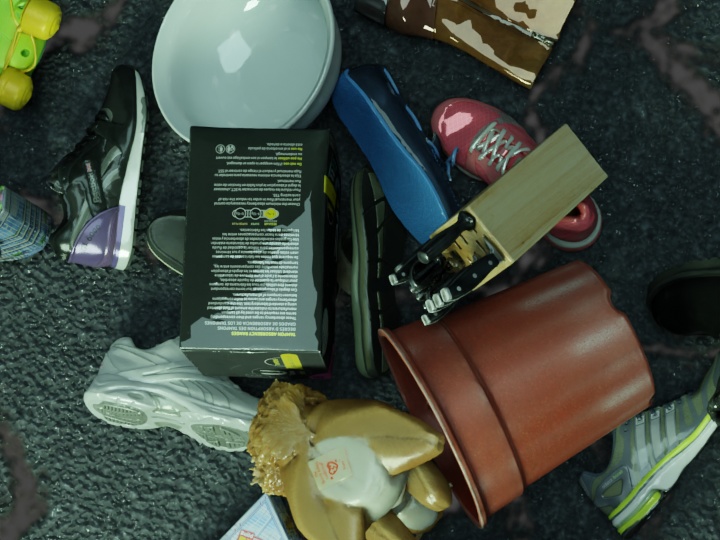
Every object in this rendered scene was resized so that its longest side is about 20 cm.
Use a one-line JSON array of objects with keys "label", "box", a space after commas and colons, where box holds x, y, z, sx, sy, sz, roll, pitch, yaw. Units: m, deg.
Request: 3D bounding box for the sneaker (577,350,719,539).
[{"label": "sneaker", "box": [0.278, 0.147, 1.538, 0.081, 0.074, 0.200, 38, 86, 13]}]

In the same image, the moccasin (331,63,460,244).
[{"label": "moccasin", "box": [0.053, -0.112, 1.577, 0.068, 0.080, 0.201, -30, 92, -37]}]

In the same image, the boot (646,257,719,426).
[{"label": "boot", "box": [0.328, 0.071, 1.473, 0.079, 0.211, 0.159, 30, 64, -32]}]

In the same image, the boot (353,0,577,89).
[{"label": "boot", "box": [0.117, -0.297, 1.611, 0.199, 0.068, 0.189, 22, 85, 7]}]

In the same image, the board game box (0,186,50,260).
[{"label": "board game box", "box": [-0.413, -0.034, 1.559, 0.199, 0.200, 0.062, -4, 82, 6]}]

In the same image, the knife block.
[{"label": "knife block", "box": [0.120, -0.038, 1.447, 0.200, 0.176, 0.064, -39, 91, 10]}]

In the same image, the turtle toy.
[{"label": "turtle toy", "box": [-0.356, -0.258, 1.631, 0.145, 0.101, 0.201, 26, 102, 1]}]

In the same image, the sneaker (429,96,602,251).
[{"label": "sneaker", "box": [0.150, -0.102, 1.573, 0.200, 0.087, 0.074, 40, 87, 9]}]

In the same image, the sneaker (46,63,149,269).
[{"label": "sneaker", "box": [-0.256, -0.105, 1.608, 0.087, 0.076, 0.201, 7, 83, -17]}]

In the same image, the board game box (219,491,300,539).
[{"label": "board game box", "box": [-0.091, 0.319, 1.559, 0.199, 0.062, 0.201, 30, 88, 9]}]

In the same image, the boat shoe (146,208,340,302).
[{"label": "boat shoe", "box": [-0.116, -0.013, 1.604, 0.200, 0.063, 0.074, 21, 88, 10]}]

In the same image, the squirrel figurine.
[{"label": "squirrel figurine", "box": [-0.007, 0.175, 1.507, 0.199, 0.187, 0.142, 28, 90, 22]}]

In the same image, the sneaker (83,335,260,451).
[{"label": "sneaker", "box": [-0.156, 0.108, 1.587, 0.199, 0.078, 0.100, 15, 61, -3]}]

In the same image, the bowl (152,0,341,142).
[{"label": "bowl", "box": [-0.094, -0.197, 1.595, 0.200, 0.090, 0.202, -8, 73, 26]}]

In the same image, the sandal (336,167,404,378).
[{"label": "sandal", "box": [-0.001, 0.001, 1.583, 0.057, 0.080, 0.202, -3, 80, 31]}]

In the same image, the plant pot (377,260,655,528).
[{"label": "plant pot", "box": [0.147, 0.099, 1.505, 0.194, 0.201, 0.202, -26, 81, -6]}]

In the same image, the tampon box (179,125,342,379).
[{"label": "tampon box", "box": [-0.086, -0.012, 1.494, 0.125, 0.150, 0.201, 1, 78, 4]}]
